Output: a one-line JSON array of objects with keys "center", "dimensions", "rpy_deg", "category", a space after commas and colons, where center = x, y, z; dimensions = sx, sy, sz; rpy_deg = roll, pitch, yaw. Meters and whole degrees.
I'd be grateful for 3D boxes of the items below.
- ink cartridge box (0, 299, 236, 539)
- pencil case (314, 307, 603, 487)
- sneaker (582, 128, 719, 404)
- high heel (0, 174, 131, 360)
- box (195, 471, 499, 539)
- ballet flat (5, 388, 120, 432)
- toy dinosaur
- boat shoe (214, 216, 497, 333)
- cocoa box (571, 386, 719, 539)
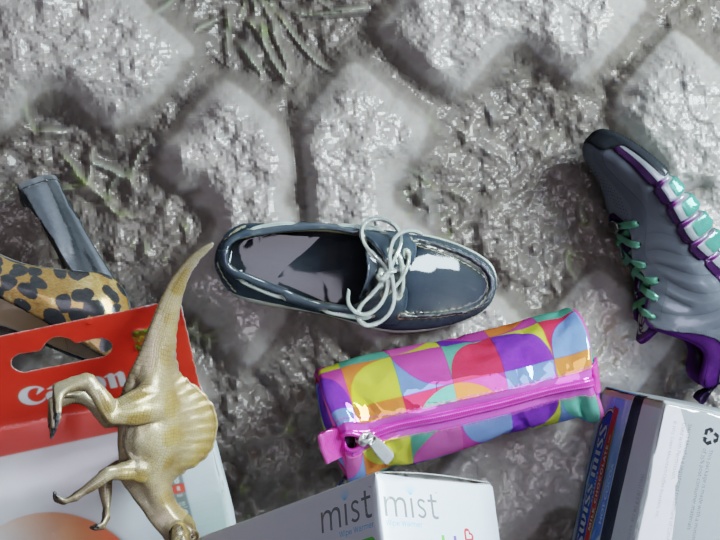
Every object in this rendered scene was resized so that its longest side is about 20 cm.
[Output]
[{"center": [-0.168, 0.127, 0.708], "dimensions": [0.160, 0.050, 0.202], "rpy_deg": [-11, 125, -6], "category": "ink cartridge box"}, {"center": [0.065, 0.085, 0.760], "dimensions": [0.198, 0.088, 0.089], "rpy_deg": [-15, 90, -6], "category": "pencil case"}, {"center": [0.207, -0.003, 0.782], "dimensions": [0.087, 0.074, 0.200], "rpy_deg": [-41, 93, 0], "category": "sneaker"}, {"center": [-0.253, 0.037, 0.725], "dimensions": [0.199, 0.072, 0.143], "rpy_deg": [-29, 73, -13], "category": "high heel"}, {"center": [-0.011, 0.224, 0.635], "dimensions": [0.096, 0.199, 0.178], "rpy_deg": [12, 62, -38], "category": "box"}, {"center": [-0.228, 0.104, 0.748], "dimensions": [0.198, 0.068, 0.076], "rpy_deg": [-6, 109, -6], "category": "ballet flat"}, {"center": [-0.134, 0.083, 0.671], "dimensions": [0.100, 0.058, 0.202], "rpy_deg": [-1, 94, -21], "category": "toy dinosaur"}, {"center": [0.000, 0.000, 0.767], "dimensions": [0.198, 0.062, 0.076], "rpy_deg": [11, 85, -5], "category": "boat shoe"}, {"center": [0.219, 0.190, 0.745], "dimensions": [0.132, 0.131, 0.202], "rpy_deg": [13, 87, -4], "category": "cocoa box"}]
